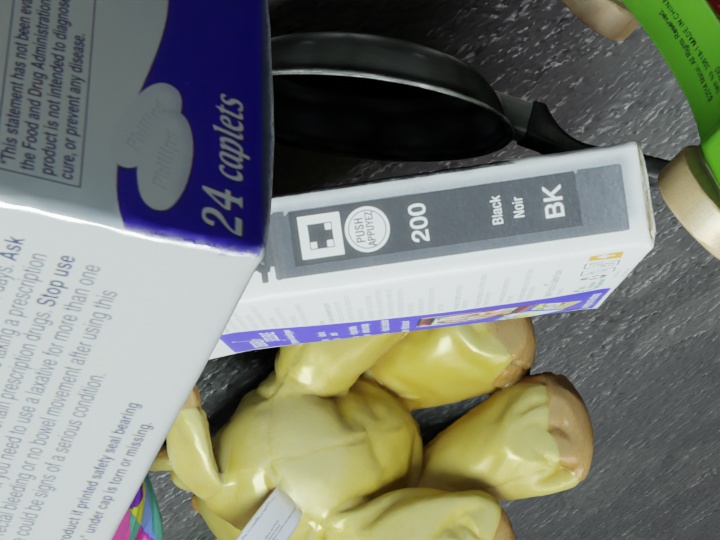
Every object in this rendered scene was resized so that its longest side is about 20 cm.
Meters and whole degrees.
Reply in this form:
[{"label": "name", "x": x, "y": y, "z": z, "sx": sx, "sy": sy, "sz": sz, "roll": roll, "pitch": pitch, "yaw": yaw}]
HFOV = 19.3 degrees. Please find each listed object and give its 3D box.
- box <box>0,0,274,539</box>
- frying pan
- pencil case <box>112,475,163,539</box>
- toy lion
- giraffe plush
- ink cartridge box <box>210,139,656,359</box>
[{"label": "box", "x": -0.146, "y": -0.008, "z": 0.578, "sx": 0.199, "sy": 0.105, "sz": 0.184, "roll": 13, "pitch": 138, "yaw": -17}, {"label": "frying pan", "x": 0.036, "y": -0.059, "z": 0.765, "sx": 0.188, "sy": 0.031, "sz": 0.115, "roll": 3, "pitch": 169, "yaw": 13}, {"label": "pencil case", "x": -0.129, "y": 0.080, "z": 0.864, "sx": 0.088, "sy": 0.089, "sz": 0.200, "roll": -27, "pitch": 163, "yaw": -10}, {"label": "toy lion", "x": 0.172, "y": -0.070, "z": 0.824, "sx": 0.191, "sy": 0.201, "sz": 0.069, "roll": 22, "pitch": 124, "yaw": -38}, {"label": "giraffe plush", "x": -0.014, "y": 0.089, "z": 0.976, "sx": 0.199, "sy": 0.173, "sz": 0.162, "roll": -34, "pitch": 179, "yaw": -19}, {"label": "ink cartridge box", "x": 0.000, "y": 0.000, "z": 0.791, "sx": 0.198, "sy": 0.044, "sz": 0.198, "roll": -9, "pitch": 173, "yaw": 0}]
